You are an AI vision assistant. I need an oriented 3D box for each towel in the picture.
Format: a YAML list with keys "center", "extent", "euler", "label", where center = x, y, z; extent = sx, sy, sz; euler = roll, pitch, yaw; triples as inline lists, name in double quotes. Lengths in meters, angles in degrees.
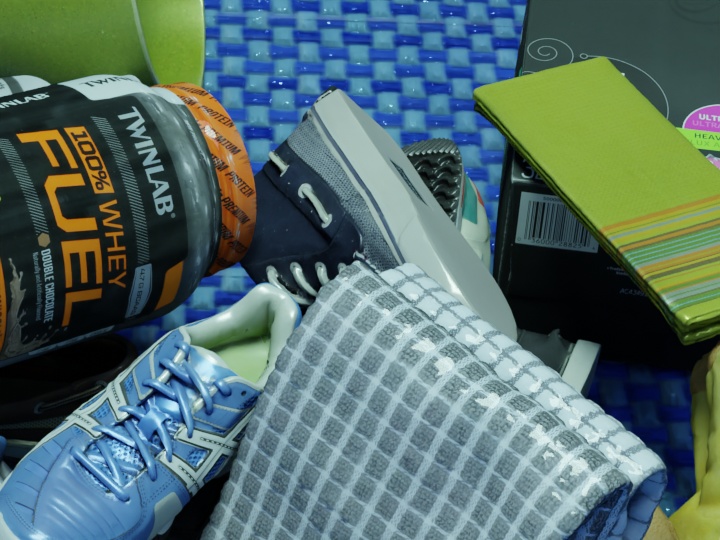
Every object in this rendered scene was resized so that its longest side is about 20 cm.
- center: [0.138, -0.039, 1.068]
  extent: [0.086, 0.018, 0.200]
  euler: [-14, 44, -24]
  label: "towel"
- center: [0.017, 0.120, 0.936]
  extent: [0.166, 0.200, 0.086]
  euler: [37, 22, 27]
  label: "towel"

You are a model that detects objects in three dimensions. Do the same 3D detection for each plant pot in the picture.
- center: [-0.208, -0.168, 1.252]
  extent: [0.200, 0.187, 0.187]
  euler: [-7, 43, 9]
  label: "plant pot"

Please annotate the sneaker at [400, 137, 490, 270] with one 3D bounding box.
- center: [0.037, 0.033, 1.111]
  extent: [0.070, 0.093, 0.200]
  euler: [-11, 50, 26]
  label: "sneaker"

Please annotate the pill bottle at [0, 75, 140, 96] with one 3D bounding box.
- center: [-0.207, -0.039, 1.141]
  extent: [0.200, 0.116, 0.116]
  euler: [-12, 46, -18]
  label: "pill bottle"

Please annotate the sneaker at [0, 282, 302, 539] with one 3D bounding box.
- center: [-0.093, 0.069, 0.956]
  extent: [0.076, 0.077, 0.200]
  euler: [33, 40, 12]
  label: "sneaker"

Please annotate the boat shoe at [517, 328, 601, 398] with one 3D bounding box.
- center: [0.064, 0.093, 1.062]
  extent: [0.060, 0.074, 0.200]
  euler: [17, 42, 12]
  label: "boat shoe"

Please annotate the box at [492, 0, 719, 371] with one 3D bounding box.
- center: [0.153, -0.060, 1.194]
  extent: [0.148, 0.124, 0.200]
  euler: [8, 43, 3]
  label: "box"

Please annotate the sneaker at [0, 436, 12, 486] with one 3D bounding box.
- center: [-0.197, 0.108, 0.996]
  extent: [0.200, 0.085, 0.077]
  euler: [11, 3, -4]
  label: "sneaker"

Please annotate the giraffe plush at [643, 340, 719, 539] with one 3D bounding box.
- center: [0.152, 0.138, 0.993]
  extent: [0.162, 0.173, 0.200]
  euler: [-15, 81, -7]
  label: "giraffe plush"

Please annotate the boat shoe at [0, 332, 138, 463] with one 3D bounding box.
- center: [-0.204, 0.054, 1.072]
  extent: [0.202, 0.075, 0.075]
  euler: [-2, 44, -8]
  label: "boat shoe"

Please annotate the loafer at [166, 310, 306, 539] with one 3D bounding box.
- center: [-0.065, 0.069, 1.076]
  extent: [0.070, 0.068, 0.201]
  euler: [25, 50, 6]
  label: "loafer"

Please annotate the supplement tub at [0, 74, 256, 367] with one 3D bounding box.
- center: [-0.156, -0.022, 1.021]
  extent: [0.200, 0.123, 0.123]
  euler: [-19, 48, -34]
  label: "supplement tub"

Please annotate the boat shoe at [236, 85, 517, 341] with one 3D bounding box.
- center: [0.000, 0.000, 1.052]
  extent: [0.093, 0.075, 0.200]
  euler: [-42, 39, 10]
  label: "boat shoe"
